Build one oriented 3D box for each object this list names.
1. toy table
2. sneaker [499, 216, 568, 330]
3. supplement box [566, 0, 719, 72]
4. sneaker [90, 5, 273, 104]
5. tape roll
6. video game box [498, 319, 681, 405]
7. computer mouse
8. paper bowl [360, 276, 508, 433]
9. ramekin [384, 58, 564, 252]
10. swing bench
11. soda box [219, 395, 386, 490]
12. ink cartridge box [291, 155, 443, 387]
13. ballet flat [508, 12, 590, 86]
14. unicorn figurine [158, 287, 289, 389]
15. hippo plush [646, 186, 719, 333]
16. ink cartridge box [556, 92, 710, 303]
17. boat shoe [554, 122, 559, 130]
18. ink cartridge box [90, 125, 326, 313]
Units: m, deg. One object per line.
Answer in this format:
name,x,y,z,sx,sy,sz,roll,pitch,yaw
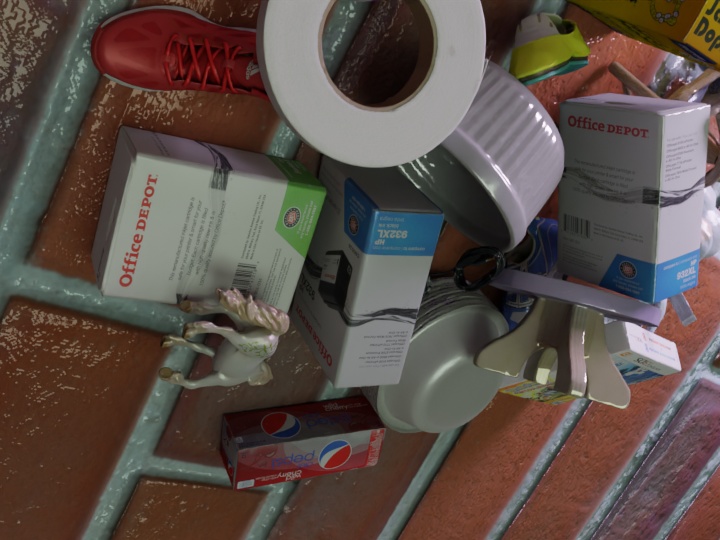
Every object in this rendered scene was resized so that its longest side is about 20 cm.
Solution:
toy table,0.232,0.077,0.912,0.196,0.184,0.120,15,87,9
sneaker,0.212,0.018,1.047,0.076,0.076,0.203,21,111,-8
supplement box,0.322,-0.292,0.830,0.107,0.200,0.111,15,111,-32
sneaker,-0.127,-0.188,0.705,0.196,0.115,0.080,-8,111,-28
tape roll,0.012,-0.190,0.677,0.199,0.037,0.207,-5,105,-18
video game box,0.301,0.128,1.075,0.198,0.048,0.181,-24,149,35
computer mouse,0.082,0.000,0.904,0.034,0.198,0.060,-26,103,-45
paper bowl,0.100,0.118,0.998,0.197,0.105,0.203,-19,133,-21
ramekin,0.117,-0.126,0.828,0.105,0.200,0.201,-45,128,-7
swing bench,0.434,-0.206,0.938,0.197,0.200,0.131,-30,128,-7
soda box,-0.071,0.213,1.002,0.196,0.070,0.065,-3,119,-26
ink cartridge box,0.000,0.000,0.858,0.082,0.145,0.203,0,118,-27
ballet flat,0.192,-0.234,0.837,0.199,0.066,0.068,-32,106,-57
unicorn figurine,-0.132,0.082,0.820,0.135,0.199,0.075,11,69,-27
hippo plush,0.424,-0.053,1.039,0.159,0.159,0.203,-26,85,-25
ink cartridge box,0.297,-0.086,0.892,0.082,0.144,0.204,-15,112,-28
boat shoe,0.239,-0.142,0.971,0.197,0.062,0.075,13,86,-35
ink cartridge box,-0.153,-0.046,0.800,0.197,0.084,0.148,8,114,-31
